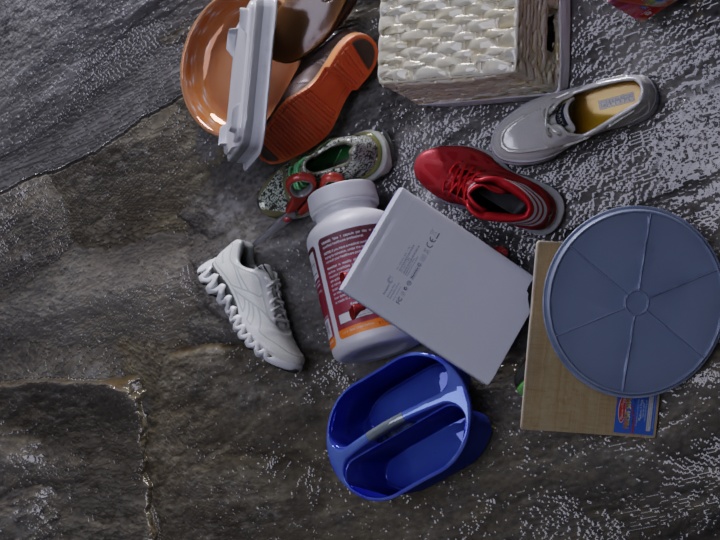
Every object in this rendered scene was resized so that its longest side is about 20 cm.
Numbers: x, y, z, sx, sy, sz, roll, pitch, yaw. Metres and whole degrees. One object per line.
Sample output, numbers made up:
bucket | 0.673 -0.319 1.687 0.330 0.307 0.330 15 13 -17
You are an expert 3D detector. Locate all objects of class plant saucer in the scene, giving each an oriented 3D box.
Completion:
plant saucer | -0.148 -0.268 1.866 0.198 0.037 0.203 -4 83 31

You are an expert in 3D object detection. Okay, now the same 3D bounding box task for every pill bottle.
pill bottle | 0.000 0.000 1.696 0.112 0.113 0.202 -22 73 29

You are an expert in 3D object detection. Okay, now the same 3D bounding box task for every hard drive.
hard drive | 0.092 0.018 1.592 0.199 0.025 0.133 33 82 -12

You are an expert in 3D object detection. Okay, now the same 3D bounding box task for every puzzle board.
puzzle board | 0.251 0.074 1.528 0.149 0.017 0.203 4 93 -8

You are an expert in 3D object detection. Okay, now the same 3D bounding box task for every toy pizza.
toy pizza | 0.287 0.033 1.506 0.198 0.032 0.203 0 93 -5

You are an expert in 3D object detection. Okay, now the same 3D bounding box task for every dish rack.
dish rack | -0.140 -0.232 1.743 0.172 0.043 0.203 157 117 -75

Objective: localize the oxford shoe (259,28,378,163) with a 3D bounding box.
oxford shoe | -0.061 -0.216 1.777 0.200 0.071 0.073 -46 34 -2

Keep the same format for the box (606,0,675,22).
box | 0.281 -0.382 1.527 0.094 0.102 0.202 -30 72 27

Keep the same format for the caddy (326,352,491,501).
caddy | 0.052 0.180 1.646 0.199 0.105 0.143 -33 67 26

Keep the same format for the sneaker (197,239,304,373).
sneaker | -0.127 0.044 1.802 0.081 0.075 0.200 -44 64 11

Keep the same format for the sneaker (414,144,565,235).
sneaker | 0.128 -0.103 1.623 0.199 0.115 0.079 20 94 31

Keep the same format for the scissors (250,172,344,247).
scissors | -0.079 -0.069 1.784 0.200 0.072 0.014 126 143 -55

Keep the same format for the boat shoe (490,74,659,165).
boat shoe | 0.229 -0.169 1.581 0.198 0.070 0.072 -15 83 24

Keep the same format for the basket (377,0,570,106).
basket | 0.127 -0.268 1.638 0.198 0.123 0.137 -1 85 32

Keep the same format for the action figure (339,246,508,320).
action figure | 0.076 0.003 1.627 0.198 0.052 0.066 -14 80 -12

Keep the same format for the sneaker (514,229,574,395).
sneaker | 0.220 0.047 1.580 0.083 0.077 0.202 25 88 37

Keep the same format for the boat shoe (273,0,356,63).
boat shoe | -0.039 -0.336 1.776 0.070 0.070 0.200 44 100 8

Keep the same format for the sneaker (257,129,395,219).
sneaker | -0.059 -0.125 1.762 0.199 0.088 0.078 -26 72 28
